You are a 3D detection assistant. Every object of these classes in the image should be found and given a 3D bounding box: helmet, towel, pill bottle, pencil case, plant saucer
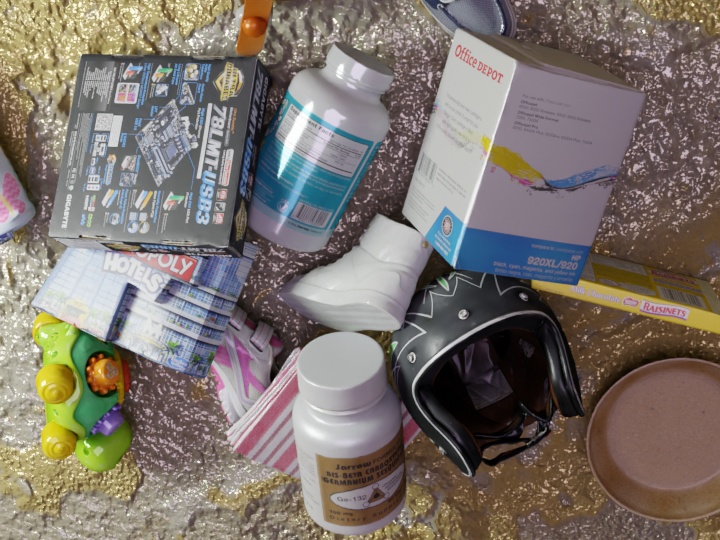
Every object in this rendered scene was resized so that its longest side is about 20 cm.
[{"bbox_3d":[0.122,0.092,1.129,0.200,0.200,0.191,-28,92,14],"label":"helmet"},{"bbox_3d":[-0.033,0.175,1.233,0.200,0.030,0.146,29,112,-31],"label":"towel"},{"bbox_3d":[-0.042,-0.127,1.118,0.111,0.111,0.200,29,108,-4],"label":"pill bottle"},{"bbox_3d":[-0.428,-0.121,1.172,0.090,0.083,0.201,-27,104,-9],"label":"pencil case"},{"bbox_3d":[0.350,0.183,1.223,0.199,0.035,0.201,2,109,4],"label":"plant saucer"},{"bbox_3d":[-0.012,0.169,1.146,0.114,0.115,0.201,-1,125,6],"label":"pill bottle"}]

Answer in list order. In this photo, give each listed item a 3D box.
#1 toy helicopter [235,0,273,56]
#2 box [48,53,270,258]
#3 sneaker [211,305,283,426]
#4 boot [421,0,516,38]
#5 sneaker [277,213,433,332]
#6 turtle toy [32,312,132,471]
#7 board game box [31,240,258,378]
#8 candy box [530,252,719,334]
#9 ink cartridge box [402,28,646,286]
[{"bbox_3d":[-0.116,-0.279,1.026,0.079,0.200,0.133,-10,90,8],"label":"toy helicopter"},{"bbox_3d":[-0.201,-0.117,1.104,0.198,0.050,0.201,3,78,14],"label":"box"},{"bbox_3d":[-0.135,0.077,1.217,0.088,0.081,0.200,-21,113,11],"label":"sneaker"},{"bbox_3d":[0.076,-0.287,1.062,0.200,0.090,0.073,44,107,-9],"label":"boot"},{"bbox_3d":[0.000,0.000,1.161,0.074,0.200,0.116,40,68,-32],"label":"sneaker"},{"bbox_3d":[-0.309,0.142,1.231,0.101,0.146,0.201,-5,122,-16],"label":"turtle toy"},{"bbox_3d":[-0.218,-0.018,1.148,0.199,0.062,0.201,21,90,22],"label":"board game box"},{"bbox_3d":[0.273,0.015,1.139,0.199,0.102,0.027,14,109,1],"label":"candy box"},{"bbox_3d":[0.153,-0.112,1.065,0.144,0.147,0.201,8,111,-21],"label":"ink cartridge box"}]
